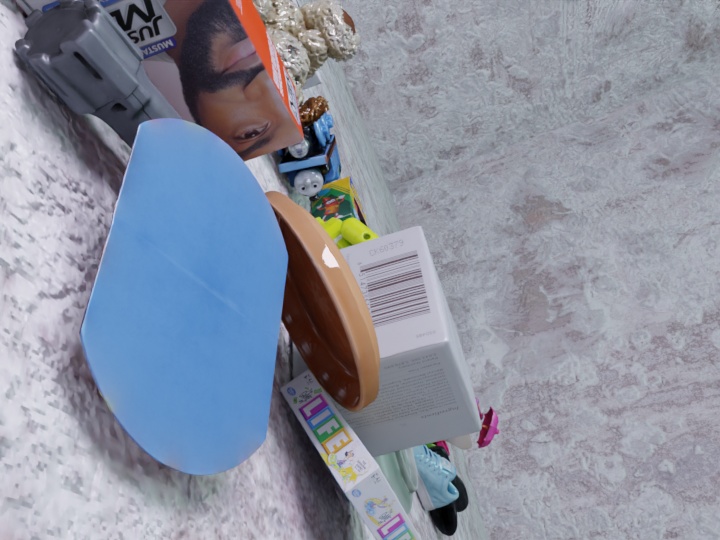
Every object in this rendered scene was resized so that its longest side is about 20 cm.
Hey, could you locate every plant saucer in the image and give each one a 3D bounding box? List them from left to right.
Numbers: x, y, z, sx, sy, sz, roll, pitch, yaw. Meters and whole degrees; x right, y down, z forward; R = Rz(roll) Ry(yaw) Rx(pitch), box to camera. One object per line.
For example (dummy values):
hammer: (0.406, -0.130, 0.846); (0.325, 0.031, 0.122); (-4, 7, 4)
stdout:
plant saucer: (-0.039, 0.025, 0.548); (0.201, 0.032, 0.201); (52, -23, 33)
plant saucer: (0.041, 0.257, 0.883); (0.200, 0.050, 0.201); (-19, 90, -82)

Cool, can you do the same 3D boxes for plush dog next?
plush dog: (-0.114, -0.262, 0.776); (0.200, 0.160, 0.173); (27, 53, -39)

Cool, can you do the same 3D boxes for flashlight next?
flashlight: (-0.130, -0.082, 0.413); (0.200, 0.067, 0.068); (54, 21, -53)

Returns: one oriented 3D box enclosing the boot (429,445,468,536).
boot: (0.185, 0.480, 1.323); (0.165, 0.065, 0.200); (62, 6, -9)

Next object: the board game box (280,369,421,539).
board game box: (0.002, 0.201, 0.599); (0.134, 0.034, 0.201); (44, -17, 49)

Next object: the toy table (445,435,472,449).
toy table: (0.150, 0.297, 1.322); (0.200, 0.116, 0.185); (-88, 159, -66)

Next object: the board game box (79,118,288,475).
board game box: (-0.103, 0.014, 0.372); (0.158, 0.039, 0.201); (48, 38, -53)

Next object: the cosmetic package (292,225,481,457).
cosmetic package: (0.029, 0.090, 0.735); (0.200, 0.164, 0.165); (64, 13, -46)

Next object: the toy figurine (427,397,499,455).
toy figurine: (0.225, 0.350, 1.473); (0.150, 0.183, 0.201); (-84, 154, -72)

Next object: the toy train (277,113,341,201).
toy train: (-0.074, -0.173, 0.933); (0.200, 0.086, 0.115); (-88, 165, -69)

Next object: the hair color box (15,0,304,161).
hair color box: (-0.124, -0.152, 0.418); (0.200, 0.110, 0.064); (58, 16, -59)

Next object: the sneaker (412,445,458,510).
sneaker: (0.128, 0.353, 1.158); (0.074, 0.081, 0.201); (-98, 168, -56)

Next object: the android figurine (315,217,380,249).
android figurine: (0.000, 0.000, 0.893); (0.200, 0.041, 0.182); (41, -23, 28)

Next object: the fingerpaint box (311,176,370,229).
fingerpaint box: (-0.013, -0.032, 1.064); (0.167, 0.073, 0.201); (-93, 164, -62)

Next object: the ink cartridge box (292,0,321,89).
ink cartridge box: (-0.136, -0.386, 0.964); (0.145, 0.084, 0.201); (36, 37, -77)
